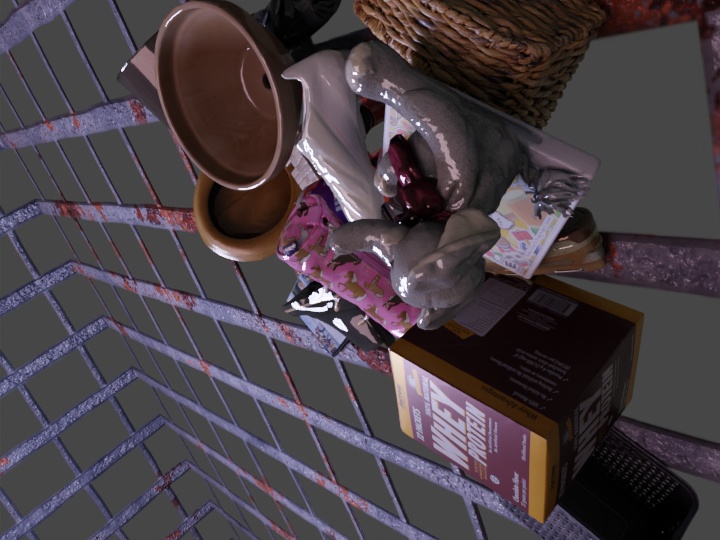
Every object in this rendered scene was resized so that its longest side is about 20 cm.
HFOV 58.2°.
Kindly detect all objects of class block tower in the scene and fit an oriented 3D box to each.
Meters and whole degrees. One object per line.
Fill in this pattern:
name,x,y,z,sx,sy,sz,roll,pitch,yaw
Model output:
block tower,-0.037,-0.110,0.915,0.201,0.054,0.058,55,149,-1

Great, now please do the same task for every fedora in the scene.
fedora,-0.160,-0.107,1.005,0.201,0.201,0.082,46,-176,11

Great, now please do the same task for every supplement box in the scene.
supplement box,0.171,0.117,0.716,0.196,0.199,0.134,25,139,38

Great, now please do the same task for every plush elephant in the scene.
plush elephant,0.052,-0.040,0.494,0.198,0.156,0.165,27,159,18

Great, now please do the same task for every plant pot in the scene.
plant pot,-0.132,-0.201,0.725,0.199,0.092,0.204,22,129,29

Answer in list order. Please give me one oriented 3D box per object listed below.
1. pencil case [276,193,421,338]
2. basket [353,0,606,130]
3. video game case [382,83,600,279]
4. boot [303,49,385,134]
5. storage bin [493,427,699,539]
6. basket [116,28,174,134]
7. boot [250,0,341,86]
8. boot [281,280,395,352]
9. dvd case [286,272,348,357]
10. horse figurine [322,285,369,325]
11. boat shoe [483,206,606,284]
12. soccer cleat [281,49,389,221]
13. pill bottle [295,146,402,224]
pencil case,0.000,0.000,0.733,0.199,0.083,0.087,36,-164,-26
basket,0.084,-0.200,0.581,0.200,0.142,0.150,44,147,16
video game case,0.101,-0.079,0.591,0.180,0.023,0.201,30,160,12
boot,-0.040,-0.196,0.750,0.198,0.144,0.073,20,137,43
storage bin,0.277,0.270,0.781,0.199,0.135,0.095,36,145,25
basket,-0.200,-0.232,0.885,0.179,0.136,0.201,-33,105,21
boot,-0.083,-0.266,0.765,0.199,0.065,0.168,-11,81,54
boot,-0.042,0.084,1.061,0.139,0.077,0.199,55,148,-10
dvd case,-0.061,0.064,1.147,0.143,0.017,0.200,48,147,8
horse figurine,0.041,0.033,0.884,0.196,0.051,0.133,5,146,-4
boat shoe,0.174,-0.015,0.716,0.199,0.072,0.077,1,133,53
soccer cleat,-0.023,-0.111,0.641,0.069,0.076,0.203,-123,18,-67
pill bottle,0.021,-0.083,0.780,0.198,0.112,0.114,-20,105,38
